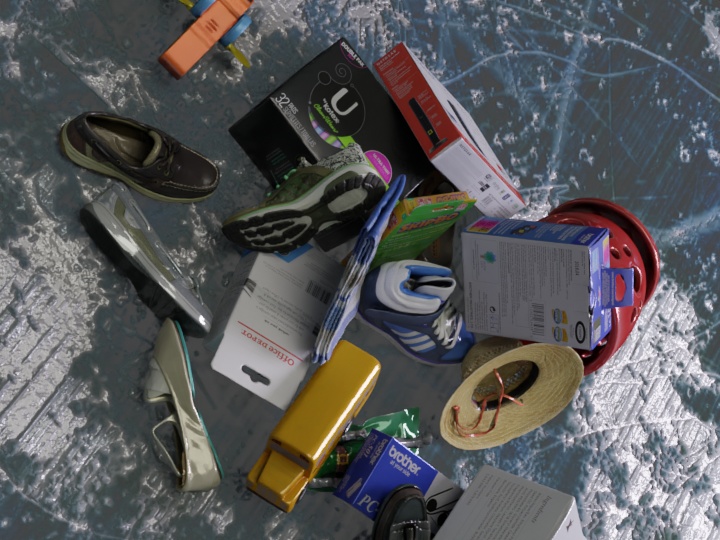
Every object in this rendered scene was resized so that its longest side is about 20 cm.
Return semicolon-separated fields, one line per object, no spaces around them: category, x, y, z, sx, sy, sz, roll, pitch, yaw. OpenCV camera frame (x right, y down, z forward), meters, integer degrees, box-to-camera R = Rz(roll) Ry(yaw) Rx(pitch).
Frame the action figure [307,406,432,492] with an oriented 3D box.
action figure;-0.007;0.227;1.711;0.199;0.055;0.119;0;80;-28

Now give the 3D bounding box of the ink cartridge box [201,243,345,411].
ink cartridge box;-0.108;0.060;1.680;0.116;0.068;0.201;33;62;-19

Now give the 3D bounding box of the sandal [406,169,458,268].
sandal;0.097;-0.092;1.856;0.081;0.055;0.201;10;69;-30

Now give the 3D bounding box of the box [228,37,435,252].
box;-0.032;-0.152;1.752;0.200;0.124;0.149;51;58;-9

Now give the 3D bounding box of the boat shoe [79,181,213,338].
boat shoe;-0.234;-0.010;1.620;0.202;0.074;0.065;48;62;-4

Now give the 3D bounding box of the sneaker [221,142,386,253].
sneaker;-0.069;-0.087;1.645;0.077;0.199;0.089;59;14;-47

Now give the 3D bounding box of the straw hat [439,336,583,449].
straw hat;0.175;0.132;1.805;0.200;0.201;0.085;5;40;-31

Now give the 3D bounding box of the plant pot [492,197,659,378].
plant pot;0.279;0.015;1.857;0.201;0.200;0.182;58;41;-6

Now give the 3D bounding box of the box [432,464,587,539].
box;0.169;0.378;1.678;0.200;0.130;0.199;-51;141;-31

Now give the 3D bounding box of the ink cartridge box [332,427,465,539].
ink cartridge box;0.063;0.278;1.697;0.200;0.044;0.094;40;77;-35

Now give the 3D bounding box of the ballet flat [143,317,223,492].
ballet flat;-0.210;0.155;1.598;0.069;0.069;0.201;-15;85;-34

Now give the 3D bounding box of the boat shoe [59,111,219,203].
boat shoe;-0.248;-0.131;1.647;0.199;0.065;0.074;15;68;-29

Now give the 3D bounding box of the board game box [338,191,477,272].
board game box;0.055;-0.044;1.731;0.095;0.200;0.030;-9;72;-33

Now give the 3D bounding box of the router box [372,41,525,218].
router box;0.113;-0.170;1.790;0.200;0.049;0.180;37;21;-53

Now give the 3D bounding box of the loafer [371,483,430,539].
loafer;0.049;0.346;1.644;0.072;0.063;0.201;0;113;-28

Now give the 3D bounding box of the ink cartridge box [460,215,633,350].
ink cartridge box;0.228;0.015;1.718;0.076;0.199;0.137;-35;127;-52

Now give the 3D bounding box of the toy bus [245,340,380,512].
toy bus;-0.054;0.180;1.640;0.065;0.078;0.200;31;54;8

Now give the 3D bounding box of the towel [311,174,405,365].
towel;0.000;0.000;1.634;0.024;0.201;0.147;25;34;4

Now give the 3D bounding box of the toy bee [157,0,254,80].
toy bee;-0.166;-0.308;1.739;0.199;0.109;0.131;-25;100;-9

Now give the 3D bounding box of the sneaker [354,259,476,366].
sneaker;0.092;0.053;1.760;0.200;0.146;0.081;28;64;-22
